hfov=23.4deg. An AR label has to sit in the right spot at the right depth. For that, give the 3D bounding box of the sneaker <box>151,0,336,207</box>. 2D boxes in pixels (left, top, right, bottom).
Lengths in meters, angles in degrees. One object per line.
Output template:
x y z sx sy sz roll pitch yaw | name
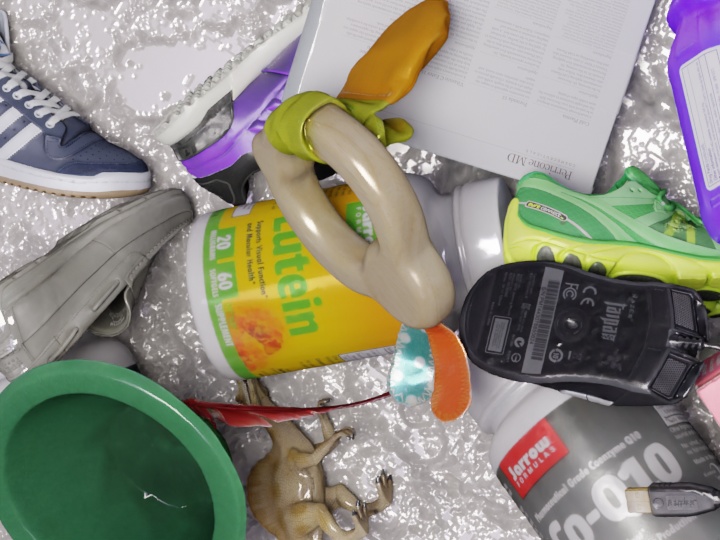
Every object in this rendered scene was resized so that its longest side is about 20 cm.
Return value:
-0.029 -0.115 1.126 0.200 0.070 0.100 -36 101 9 | sneaker

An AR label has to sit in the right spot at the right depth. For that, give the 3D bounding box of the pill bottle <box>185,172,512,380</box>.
0.000 0.000 1.102 0.199 0.111 0.112 -11 92 14 | pill bottle

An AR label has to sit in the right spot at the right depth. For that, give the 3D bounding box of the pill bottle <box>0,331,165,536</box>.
-0.187 0.113 1.156 0.111 0.111 0.201 -23 90 14 | pill bottle

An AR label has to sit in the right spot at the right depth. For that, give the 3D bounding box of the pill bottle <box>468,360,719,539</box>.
0.150 0.122 1.050 0.114 0.114 0.200 -41 68 13 | pill bottle

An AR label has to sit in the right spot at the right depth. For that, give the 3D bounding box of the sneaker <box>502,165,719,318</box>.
0.182 -0.022 1.050 0.199 0.074 0.084 9 66 -19 | sneaker

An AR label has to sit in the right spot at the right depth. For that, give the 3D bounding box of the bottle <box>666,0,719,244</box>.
0.225 -0.112 1.033 0.065 0.083 0.201 -35 56 48 | bottle

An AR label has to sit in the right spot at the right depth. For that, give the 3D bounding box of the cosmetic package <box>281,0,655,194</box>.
0.068 -0.144 1.068 0.199 0.052 0.151 16 97 -13 | cosmetic package

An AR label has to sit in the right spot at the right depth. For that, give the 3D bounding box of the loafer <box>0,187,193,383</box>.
-0.170 0.009 1.110 0.070 0.200 0.070 -22 103 43 | loafer

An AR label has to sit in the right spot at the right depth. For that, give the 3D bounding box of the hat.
-0.113 0.106 1.106 0.200 0.176 0.166 34 120 3 | hat

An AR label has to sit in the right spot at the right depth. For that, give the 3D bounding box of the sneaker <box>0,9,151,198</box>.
-0.228 -0.116 1.167 0.199 0.070 0.109 14 100 15 | sneaker

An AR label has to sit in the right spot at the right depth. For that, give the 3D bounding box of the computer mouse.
0.149 0.068 0.972 0.199 0.046 0.141 2 72 22 | computer mouse

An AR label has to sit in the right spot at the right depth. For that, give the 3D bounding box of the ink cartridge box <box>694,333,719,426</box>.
0.300 0.036 1.016 0.200 0.146 0.083 -34 88 14 | ink cartridge box

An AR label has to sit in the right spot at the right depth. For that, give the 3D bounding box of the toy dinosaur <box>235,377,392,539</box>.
-0.033 0.160 1.163 0.101 0.058 0.201 -12 84 29 | toy dinosaur

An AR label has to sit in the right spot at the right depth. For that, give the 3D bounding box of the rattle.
0.038 -0.032 1.014 0.200 0.143 0.130 51 139 0 | rattle
